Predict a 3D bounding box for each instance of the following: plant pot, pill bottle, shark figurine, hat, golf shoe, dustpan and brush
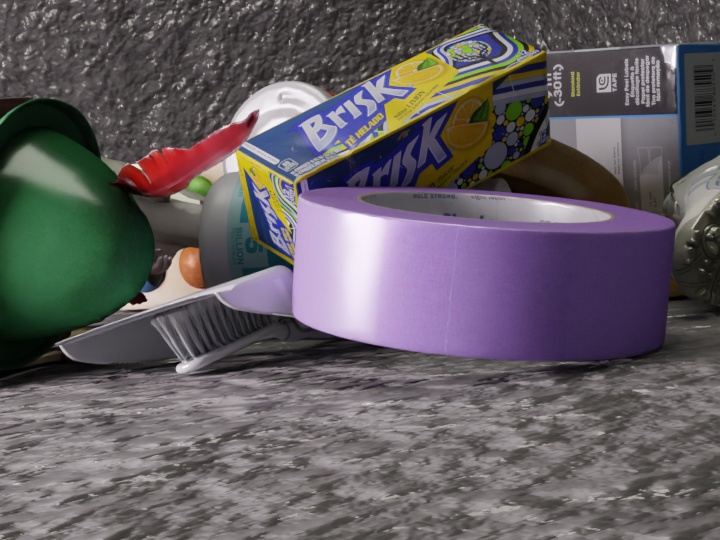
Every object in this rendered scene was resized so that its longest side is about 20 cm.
[{"bbox_3d":[0.093,-0.047,1.103,0.200,0.028,0.200,13,-21,5],"label":"plant pot"},{"bbox_3d":[0.001,-0.019,1.027,0.199,0.111,0.111,-4,4,18],"label":"pill bottle"},{"bbox_3d":[-0.013,-0.078,1.229,0.111,0.112,0.200,-3,-8,28],"label":"pill bottle"},{"bbox_3d":[-0.138,-0.022,1.194,0.214,0.090,0.128,25,8,25],"label":"shark figurine"},{"bbox_3d":[-0.123,-0.007,0.883,0.176,0.166,0.200,11,-2,16],"label":"hat"},{"bbox_3d":[0.231,-0.030,0.981,0.097,0.078,0.200,-6,18,41],"label":"golf shoe"},{"bbox_3d":[-0.060,0.031,0.907,0.139,0.057,0.200,-18,2,39],"label":"dustpan and brush"}]

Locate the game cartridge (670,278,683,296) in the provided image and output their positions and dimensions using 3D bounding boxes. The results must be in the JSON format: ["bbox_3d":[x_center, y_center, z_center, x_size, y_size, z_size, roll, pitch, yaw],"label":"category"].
[{"bbox_3d":[0.262,-0.009,1.100,0.176,0.033,0.200,-5,6,5],"label":"game cartridge"}]

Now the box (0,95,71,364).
[{"bbox_3d":[-0.316,-0.015,0.961,0.199,0.165,0.166,-5,6,17],"label":"box"}]

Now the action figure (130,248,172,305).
[{"bbox_3d":[-0.235,0.013,1.131,0.200,0.149,0.134,17,16,-48],"label":"action figure"}]

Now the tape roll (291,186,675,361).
[{"bbox_3d":[0.064,-0.003,0.818,0.200,0.066,0.200,5,9,-1],"label":"tape roll"}]

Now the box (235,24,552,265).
[{"bbox_3d":[0.024,-0.077,0.938,0.200,0.070,0.064,-30,40,-28],"label":"box"}]

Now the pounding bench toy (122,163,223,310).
[{"bbox_3d":[-0.107,-0.039,1.338,0.199,0.125,0.156,-4,5,18],"label":"pounding bench toy"}]

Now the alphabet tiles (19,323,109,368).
[{"bbox_3d":[-0.194,0.050,1.061,0.166,0.006,0.200,-8,5,-40],"label":"alphabet tiles"}]

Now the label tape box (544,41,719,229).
[{"bbox_3d":[0.181,-0.097,1.170,0.066,0.144,0.200,-11,10,-43],"label":"label tape box"}]
